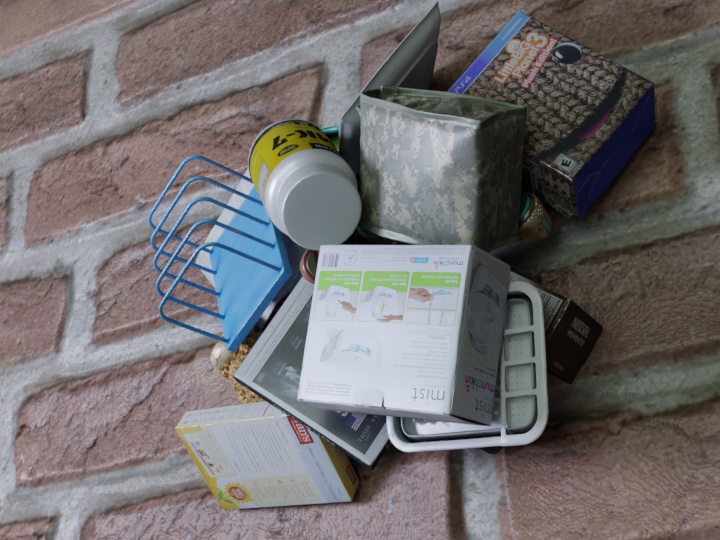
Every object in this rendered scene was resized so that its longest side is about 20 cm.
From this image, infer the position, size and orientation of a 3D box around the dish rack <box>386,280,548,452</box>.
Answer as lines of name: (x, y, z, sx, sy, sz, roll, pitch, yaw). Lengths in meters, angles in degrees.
dish rack: (0.120, 0.109, 1.270, 0.198, 0.043, 0.174, -10, 74, 33)

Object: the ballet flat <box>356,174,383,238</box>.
ballet flat: (-0.005, -0.089, 1.510, 0.200, 0.056, 0.067, -147, 66, -65)

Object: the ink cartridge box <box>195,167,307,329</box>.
ink cartridge box: (-0.127, -0.035, 1.579, 0.160, 0.047, 0.201, 47, 119, 27)

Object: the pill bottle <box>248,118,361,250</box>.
pill bottle: (-0.067, -0.104, 1.401, 0.114, 0.114, 0.200, -47, 26, 7)

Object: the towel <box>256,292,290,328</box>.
towel: (-0.100, -0.026, 1.589, 0.143, 0.022, 0.202, -11, 74, 26)

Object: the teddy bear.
teddy bear: (-0.141, 0.143, 1.503, 0.066, 0.146, 0.201, -20, 59, -19)

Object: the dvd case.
dvd case: (-0.027, 0.116, 1.356, 0.199, 0.025, 0.151, 30, 74, 18)

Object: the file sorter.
file sorter: (-0.187, -0.028, 1.470, 0.139, 0.122, 0.201, -53, 33, 25)

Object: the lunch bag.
lunch bag: (0.081, -0.117, 1.331, 0.199, 0.117, 0.166, 17, 116, 37)

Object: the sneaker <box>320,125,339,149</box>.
sneaker: (-0.075, -0.165, 1.608, 0.198, 0.080, 0.078, -15, 64, 27)

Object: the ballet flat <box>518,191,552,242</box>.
ballet flat: (0.159, -0.064, 1.425, 0.199, 0.065, 0.071, 19, 76, 56)

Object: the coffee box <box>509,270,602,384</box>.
coffee box: (0.166, 0.045, 1.354, 0.199, 0.113, 0.080, 28, 87, 35)

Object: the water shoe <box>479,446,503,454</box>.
water shoe: (0.083, 0.170, 1.373, 0.199, 0.079, 0.072, 18, 67, 36)

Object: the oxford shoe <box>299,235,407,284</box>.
oxford shoe: (0.000, 0.000, 1.432, 0.075, 0.198, 0.071, -23, 72, 50)

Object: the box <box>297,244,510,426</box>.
box: (0.045, 0.067, 1.245, 0.198, 0.096, 0.179, 0, 77, 35)

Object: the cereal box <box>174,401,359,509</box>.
cereal box: (-0.115, 0.229, 1.441, 0.198, 0.145, 0.040, -9, 30, 27)

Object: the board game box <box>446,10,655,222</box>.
board game box: (0.223, -0.185, 1.382, 0.199, 0.097, 0.160, 35, 76, 27)

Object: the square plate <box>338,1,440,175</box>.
square plate: (0.041, -0.217, 1.472, 0.028, 0.200, 0.199, 36, 76, 9)
